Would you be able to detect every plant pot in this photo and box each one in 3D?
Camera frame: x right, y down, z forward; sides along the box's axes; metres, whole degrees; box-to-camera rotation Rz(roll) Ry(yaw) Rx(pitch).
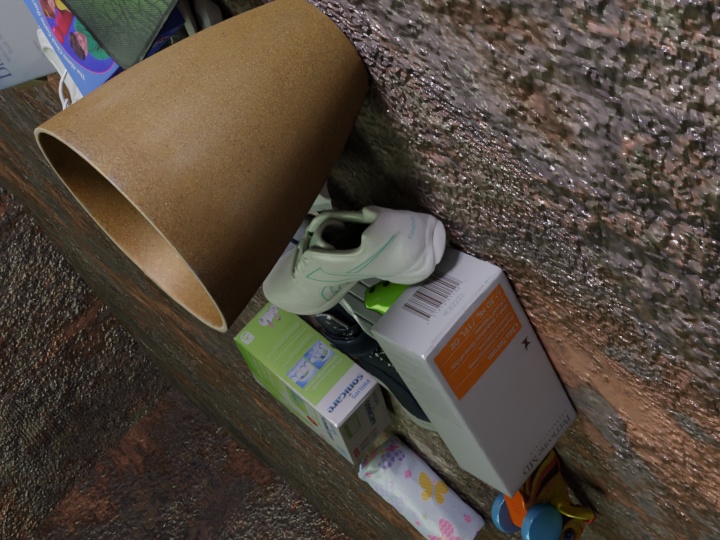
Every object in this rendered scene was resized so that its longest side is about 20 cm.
[{"bbox_3d":[-0.093,-0.094,0.774,0.186,0.200,0.187,39,164,14],"label":"plant pot"}]

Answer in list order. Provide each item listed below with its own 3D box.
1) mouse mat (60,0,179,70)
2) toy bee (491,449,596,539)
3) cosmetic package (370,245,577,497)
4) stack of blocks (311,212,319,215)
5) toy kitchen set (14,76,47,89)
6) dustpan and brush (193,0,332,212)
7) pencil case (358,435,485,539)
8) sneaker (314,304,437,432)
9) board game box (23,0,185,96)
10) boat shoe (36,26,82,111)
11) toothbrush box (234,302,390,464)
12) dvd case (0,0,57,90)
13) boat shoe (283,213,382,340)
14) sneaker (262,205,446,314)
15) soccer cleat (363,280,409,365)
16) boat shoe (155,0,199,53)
[{"bbox_3d":[-0.200,-0.265,0.796,0.200,0.008,0.161,47,130,4],"label":"mouse mat"},{"bbox_3d":[0.191,0.249,1.144,0.131,0.108,0.202,41,141,42],"label":"toy bee"},{"bbox_3d":[0.101,0.089,0.928,0.071,0.102,0.201,25,156,47],"label":"cosmetic package"},{"bbox_3d":[-0.123,-0.076,1.154,0.200,0.059,0.115,44,164,4],"label":"stack of blocks"},{"bbox_3d":[-0.402,-0.322,1.255,0.198,0.180,0.166,-13,86,34],"label":"toy kitchen set"},{"bbox_3d":[-0.092,-0.140,0.904,0.139,0.057,0.203,-1,103,67],"label":"dustpan and brush"},{"bbox_3d":[0.089,0.334,1.599,0.200,0.083,0.091,44,142,6],"label":"pencil case"},{"bbox_3d":[0.035,0.078,1.110,0.201,0.077,0.147,28,160,48],"label":"sneaker"},{"bbox_3d":[-0.235,-0.253,0.880,0.134,0.045,0.202,-21,102,54],"label":"board game box"},{"bbox_3d":[-0.236,-0.136,0.986,0.202,0.086,0.075,46,163,0],"label":"boat shoe"},{"bbox_3d":[-0.064,0.151,1.498,0.199,0.086,0.146,36,162,24],"label":"toothbrush box"},{"bbox_3d":[-0.300,-0.244,1.006,0.143,0.197,0.018,61,-158,-45],"label":"dvd case"},{"bbox_3d":[0.000,0.000,1.033,0.199,0.072,0.071,38,-163,-12],"label":"boat shoe"},{"bbox_3d":[-0.024,-0.017,0.913,0.080,0.071,0.199,22,151,-38],"label":"sneaker"},{"bbox_3d":[0.064,0.078,1.001,0.068,0.080,0.201,-86,-24,-52],"label":"soccer cleat"},{"bbox_3d":[-0.167,-0.184,0.959,0.200,0.060,0.075,102,152,-74],"label":"boat shoe"}]
